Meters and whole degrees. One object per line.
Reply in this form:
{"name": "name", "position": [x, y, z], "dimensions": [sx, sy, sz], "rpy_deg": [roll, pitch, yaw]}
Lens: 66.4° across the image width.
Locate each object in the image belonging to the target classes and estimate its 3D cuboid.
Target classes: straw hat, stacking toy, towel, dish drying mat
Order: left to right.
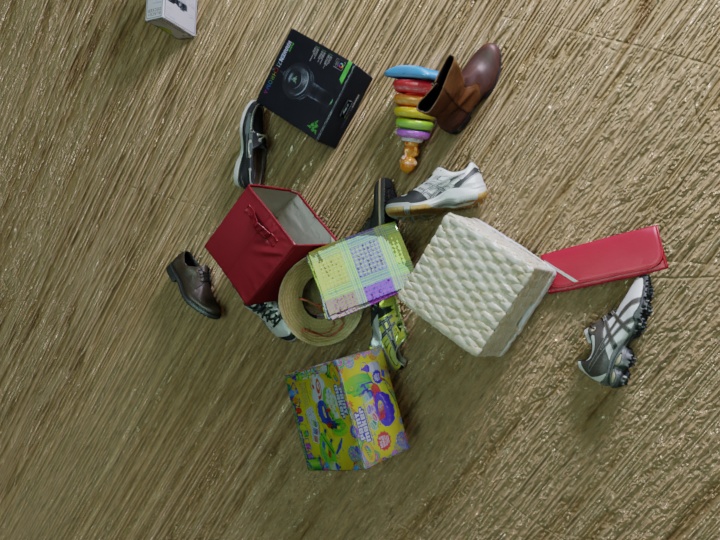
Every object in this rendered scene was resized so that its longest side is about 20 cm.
{"name": "straw hat", "position": [-0.088, 0.051, 1.172], "dimensions": [0.199, 0.085, 0.204], "rpy_deg": [-4, 107, -14]}
{"name": "towel", "position": [0.000, 0.000, 1.076], "dimensions": [0.198, 0.023, 0.145], "rpy_deg": [-22, 82, 6]}
{"name": "stacking toy", "position": [0.108, -0.295, 1.094], "dimensions": [0.115, 0.109, 0.203], "rpy_deg": [18, 108, 39]}
{"name": "dish drying mat", "position": [0.421, -0.016, 0.964], "dimensions": [0.198, 0.018, 0.078], "rpy_deg": [-17, 72, 32]}

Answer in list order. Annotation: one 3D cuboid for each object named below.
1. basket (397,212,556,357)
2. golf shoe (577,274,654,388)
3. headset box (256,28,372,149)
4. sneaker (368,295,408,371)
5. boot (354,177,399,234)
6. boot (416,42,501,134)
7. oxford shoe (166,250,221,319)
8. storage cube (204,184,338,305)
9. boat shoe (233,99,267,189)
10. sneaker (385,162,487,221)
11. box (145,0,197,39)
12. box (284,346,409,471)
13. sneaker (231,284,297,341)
{"name": "basket", "position": [0.209, 0.029, 0.992], "dimensions": [0.199, 0.160, 0.199], "rpy_deg": [37, 106, 25]}
{"name": "golf shoe", "position": [0.435, 0.095, 0.941], "dimensions": [0.094, 0.078, 0.202], "rpy_deg": [19, 85, 39]}
{"name": "headset box", "position": [-0.095, -0.385, 1.184], "dimensions": [0.199, 0.093, 0.175], "rpy_deg": [37, 104, 20]}
{"name": "sneaker", "position": [0.062, 0.107, 1.121], "dimensions": [0.075, 0.075, 0.203], "rpy_deg": [5, 105, 16]}
{"name": "boot", "position": [0.007, -0.086, 1.147], "dimensions": [0.137, 0.077, 0.203], "rpy_deg": [-1, 88, 30]}
{"name": "boot", "position": [0.179, -0.352, 0.997], "dimensions": [0.068, 0.200, 0.189], "rpy_deg": [41, 106, 19]}
{"name": "oxford shoe", "position": [-0.391, 0.032, 1.328], "dimensions": [0.084, 0.073, 0.200], "rpy_deg": [-46, 72, 15]}
{"name": "storage cube", "position": [-0.188, -0.054, 1.169], "dimensions": [0.180, 0.199, 0.171], "rpy_deg": [-47, 72, 23]}
{"name": "boat shoe", "position": [-0.242, -0.284, 1.262], "dimensions": [0.060, 0.074, 0.202], "rpy_deg": [17, 99, 24]}
{"name": "sneaker", "position": [0.143, -0.156, 1.078], "dimensions": [0.198, 0.076, 0.089], "rpy_deg": [-11, 78, 6]}
{"name": "box", "position": [-0.458, -0.689, 1.344], "dimensions": [0.059, 0.116, 0.203], "rpy_deg": [3, 91, 24]}
{"name": "box", "position": [-0.032, 0.278, 1.095], "dimensions": [0.192, 0.121, 0.202], "rpy_deg": [-24, 79, 48]}
{"name": "sneaker", "position": [-0.216, 0.084, 1.229], "dimensions": [0.200, 0.088, 0.076], "rpy_deg": [45, 105, 17]}
